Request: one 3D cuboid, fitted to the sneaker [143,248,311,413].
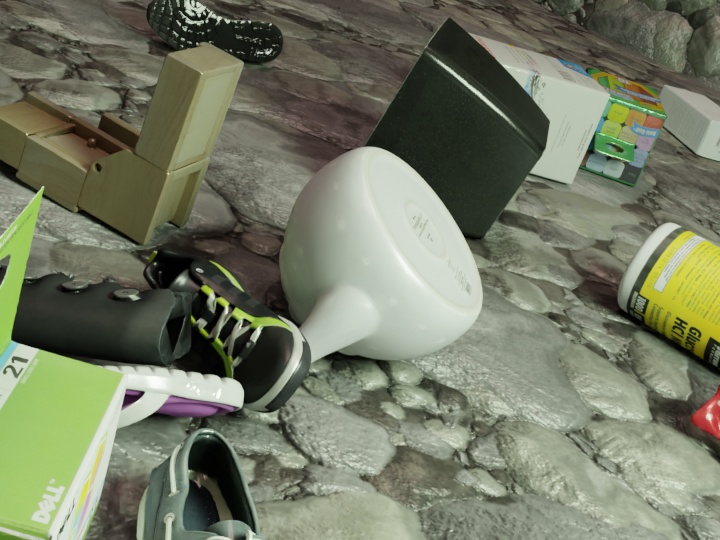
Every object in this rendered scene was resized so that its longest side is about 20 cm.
[{"bbox_3d":[-0.114,0.040,0.803,0.083,0.072,0.200,32,2,-39],"label":"sneaker"}]

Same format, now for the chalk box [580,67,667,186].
[{"bbox_3d":[0.392,-0.221,1.652,0.125,0.124,0.200,19,25,-1],"label":"chalk box"}]

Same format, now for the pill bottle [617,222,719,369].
[{"bbox_3d":[0.387,0.042,1.134,0.200,0.113,0.112,34,29,28],"label":"pill bottle"}]

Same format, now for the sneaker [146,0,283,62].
[{"bbox_3d":[-0.219,-0.347,1.543,0.200,0.076,0.088,11,11,-26],"label":"sneaker"}]

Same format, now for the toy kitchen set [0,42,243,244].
[{"bbox_3d":[-0.221,-0.162,1.016,0.200,0.181,0.163,30,25,10],"label":"toy kitchen set"}]

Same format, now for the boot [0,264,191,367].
[{"bbox_3d":[-0.223,0.040,0.703,0.200,0.066,0.165,12,20,2],"label":"boot"}]

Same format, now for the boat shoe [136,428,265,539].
[{"bbox_3d":[-0.086,0.159,0.587,0.073,0.062,0.200,23,17,-22],"label":"boat shoe"}]

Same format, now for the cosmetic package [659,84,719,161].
[{"bbox_3d":[0.649,-0.280,2.024,0.102,0.074,0.200,12,24,-18],"label":"cosmetic package"}]

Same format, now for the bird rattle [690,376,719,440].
[{"bbox_3d":[0.393,0.140,0.906,0.113,0.163,0.200,29,29,-25],"label":"bird rattle"}]

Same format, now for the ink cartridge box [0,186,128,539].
[{"bbox_3d":[-0.170,0.081,0.542,0.076,0.200,0.148,18,25,-5],"label":"ink cartridge box"}]

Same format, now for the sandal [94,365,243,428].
[{"bbox_3d":[-0.167,0.092,0.695,0.202,0.082,0.050,5,72,-31],"label":"sandal"}]

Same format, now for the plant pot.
[{"bbox_3d":[0.112,-0.153,1.254,0.177,0.200,0.200,33,25,-2],"label":"plant pot"}]

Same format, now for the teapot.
[{"bbox_3d":[0.000,0.000,0.911,0.200,0.146,0.198,22,41,-52],"label":"teapot"}]

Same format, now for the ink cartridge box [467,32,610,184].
[{"bbox_3d":[0.225,-0.237,1.536,0.200,0.145,0.147,14,25,-13],"label":"ink cartridge box"}]
